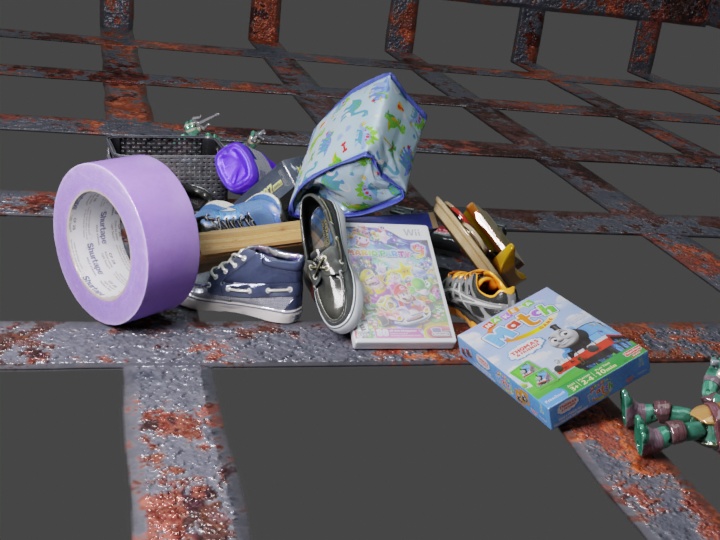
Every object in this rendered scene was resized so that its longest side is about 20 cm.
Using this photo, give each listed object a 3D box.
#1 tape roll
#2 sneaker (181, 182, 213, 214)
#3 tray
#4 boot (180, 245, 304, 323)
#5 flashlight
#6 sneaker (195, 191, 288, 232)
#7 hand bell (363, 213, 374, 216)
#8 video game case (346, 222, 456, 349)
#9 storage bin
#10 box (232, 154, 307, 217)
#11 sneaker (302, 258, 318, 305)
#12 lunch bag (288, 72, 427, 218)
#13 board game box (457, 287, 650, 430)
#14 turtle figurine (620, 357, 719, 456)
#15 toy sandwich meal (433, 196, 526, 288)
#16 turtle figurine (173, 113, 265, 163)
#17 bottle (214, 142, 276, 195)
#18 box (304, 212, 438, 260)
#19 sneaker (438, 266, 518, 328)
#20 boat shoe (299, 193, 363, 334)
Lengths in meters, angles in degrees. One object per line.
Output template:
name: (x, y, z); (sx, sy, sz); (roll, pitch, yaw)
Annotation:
tape roll: (-0.297, -0.039, 1.227); (0.198, 0.204, 0.084); (24, 26, 35)
sneaker: (-0.324, -0.114, 1.557); (0.196, 0.068, 0.090); (0, 0, -22)
tray: (-0.162, -0.029, 1.398); (0.197, 0.038, 0.098); (-10, -16, -36)
boot: (-0.170, 0.005, 1.308); (0.196, 0.092, 0.073); (9, 22, 3)
flashlight: (0.142, -0.066, 1.623); (0.196, 0.069, 0.068); (15, 24, 15)
sneaker: (-0.190, -0.063, 1.476); (0.197, 0.080, 0.089); (-6, 24, 38)
hand bell: (0.002, -0.143, 1.583); (0.102, 0.204, 0.104); (7, 21, -3)
video game case: (0.043, 0.018, 1.323); (0.140, 0.018, 0.203); (1, 52, -16)
storage bin: (-0.332, -0.171, 1.677); (0.196, 0.096, 0.135); (-2, 22, -21)
box: (-0.103, -0.138, 1.618); (0.199, 0.157, 0.052); (-21, 79, -50)
sneaker: (0.000, 0.000, 1.406); (0.197, 0.072, 0.098); (-9, 29, -33)
lunch bag: (-0.014, -0.170, 1.451); (0.198, 0.127, 0.172); (-15, 43, 37)
board game box: (0.234, 0.103, 1.209); (0.149, 0.037, 0.200); (-26, 31, -17)
turtle figurine: (0.405, 0.160, 1.113); (0.196, 0.103, 0.150); (-10, 3, 2)
toy sandwich meal: (0.187, -0.046, 1.469); (0.070, 0.206, 0.206); (-37, 26, 4)
turtle figurine: (-0.270, -0.232, 1.831); (0.148, 0.103, 0.199); (13, -2, -33)
bottle: (-0.183, -0.164, 1.664); (0.065, 0.085, 0.200); (-28, -7, 11)
box: (0.007, -0.045, 1.476); (0.197, 0.121, 0.033); (-7, 71, -32)
sneaker: (0.162, 0.031, 1.379); (0.077, 0.079, 0.199); (-8, 25, -31)
boat shoe: (-0.046, -0.012, 1.287); (0.056, 0.068, 0.203); (30, 40, -48)
